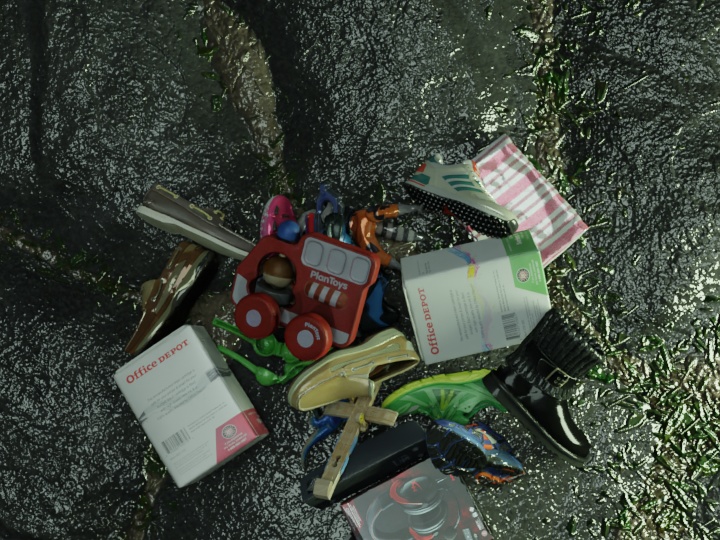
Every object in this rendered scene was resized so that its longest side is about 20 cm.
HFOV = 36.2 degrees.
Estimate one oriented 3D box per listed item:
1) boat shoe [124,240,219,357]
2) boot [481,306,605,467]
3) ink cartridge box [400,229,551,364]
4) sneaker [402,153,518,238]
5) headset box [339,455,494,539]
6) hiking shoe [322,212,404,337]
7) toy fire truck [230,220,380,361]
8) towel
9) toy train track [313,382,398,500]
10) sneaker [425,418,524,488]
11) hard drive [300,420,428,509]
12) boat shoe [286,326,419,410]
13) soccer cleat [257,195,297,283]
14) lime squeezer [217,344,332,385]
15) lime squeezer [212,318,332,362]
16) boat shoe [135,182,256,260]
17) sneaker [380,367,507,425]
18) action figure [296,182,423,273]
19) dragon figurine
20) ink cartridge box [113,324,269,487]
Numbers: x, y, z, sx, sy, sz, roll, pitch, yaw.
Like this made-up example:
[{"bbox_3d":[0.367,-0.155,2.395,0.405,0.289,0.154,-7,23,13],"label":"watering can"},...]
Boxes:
[{"bbox_3d":[-0.300,0.043,1.692,0.074,0.076,0.200,32,79,14],"label":"boat shoe"},{"bbox_3d":[0.295,0.170,1.571,0.158,0.079,0.211,-44,107,9],"label":"boot"},{"bbox_3d":[0.168,0.039,1.603,0.199,0.088,0.146,-14,115,3],"label":"ink cartridge box"},{"bbox_3d":[0.161,-0.120,1.621,0.200,0.070,0.093,25,70,37],"label":"sneaker"},{"bbox_3d":[0.073,0.369,1.609,0.200,0.075,0.149,-28,82,2],"label":"headset box"},{"bbox_3d":[0.000,0.000,1.606,0.086,0.074,0.200,-14,117,6],"label":"hiking shoe"},{"bbox_3d":[-0.080,0.022,1.546,0.200,0.112,0.168,21,106,18],"label":"toy fire truck"},{"bbox_3d":[0.228,-0.093,1.672,0.146,0.030,0.200,-40,81,-1],"label":"towel"},{"bbox_3d":[-0.020,0.228,1.551,0.114,0.033,0.200,5,51,28],"label":"toy train track"},{"bbox_3d":[0.154,0.251,1.573,0.075,0.200,0.079,-35,48,20],"label":"sneaker"},{"bbox_3d":[0.011,0.282,1.599,0.200,0.135,0.042,-28,70,2],"label":"hard drive"},{"bbox_3d":[-0.006,0.150,1.554,0.200,0.072,0.076,-28,54,-19],"label":"boat shoe"},{"bbox_3d":[-0.138,-0.013,1.663,0.086,0.070,0.201,0,95,39],"label":"soccer cleat"},{"bbox_3d":[-0.119,0.141,1.683,0.199,0.038,0.071,-6,51,5],"label":"lime squeezer"},{"bbox_3d":[-0.118,0.107,1.633,0.199,0.071,0.038,15,55,3],"label":"lime squeezer"},{"bbox_3d":[-0.244,-0.073,1.698,0.200,0.072,0.060,23,76,5],"label":"boat shoe"},{"bbox_3d":[0.127,0.196,1.625,0.199,0.074,0.084,-11,78,4],"label":"sneaker"},{"bbox_3d":[-0.010,-0.039,1.676,0.193,0.105,0.200,14,113,14],"label":"action figure"},{"bbox_3d":[-0.023,0.212,1.645,0.099,0.059,0.200,18,84,8],"label":"dragon figurine"},{"bbox_3d":[-0.253,0.201,1.654,0.146,0.083,0.200,-33,81,6],"label":"ink cartridge box"}]
